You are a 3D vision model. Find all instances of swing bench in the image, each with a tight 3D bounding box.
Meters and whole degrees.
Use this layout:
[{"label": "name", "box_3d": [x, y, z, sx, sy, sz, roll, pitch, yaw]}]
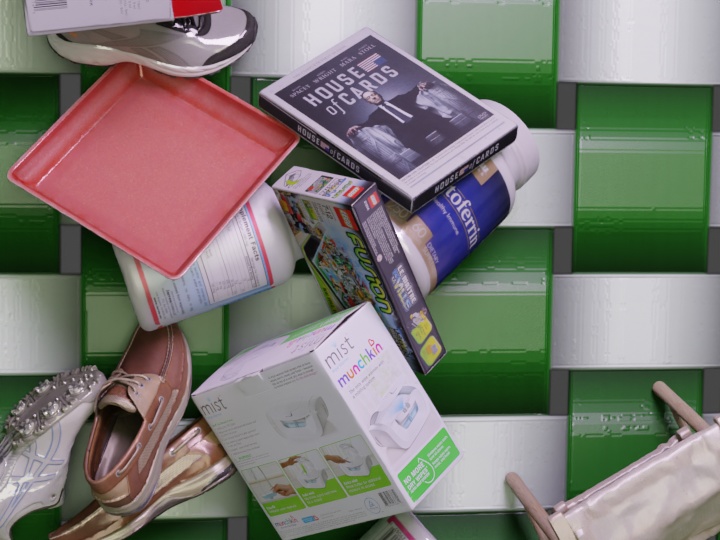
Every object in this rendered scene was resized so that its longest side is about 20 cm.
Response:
[{"label": "swing bench", "box_3d": [0.271, 0.225, 1.651, 0.198, 0.200, 0.130, -29, 99, -5]}]

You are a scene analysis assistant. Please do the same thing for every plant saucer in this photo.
[{"label": "plant saucer", "box_3d": [-0.190, -0.097, 1.566, 0.199, 0.037, 0.200, 30, 59, 16]}]

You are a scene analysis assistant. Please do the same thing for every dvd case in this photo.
[{"label": "dvd case", "box_3d": [0.025, -0.145, 1.576, 0.200, 0.025, 0.150, 36, 53, 26]}]

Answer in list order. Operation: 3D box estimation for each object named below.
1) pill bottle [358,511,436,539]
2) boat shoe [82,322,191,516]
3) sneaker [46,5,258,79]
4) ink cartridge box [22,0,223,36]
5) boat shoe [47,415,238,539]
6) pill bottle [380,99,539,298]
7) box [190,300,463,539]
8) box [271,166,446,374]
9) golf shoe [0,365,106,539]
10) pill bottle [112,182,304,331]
[{"label": "pill bottle", "box_3d": [0.004, 0.337, 1.664, 0.200, 0.113, 0.113, -43, 100, -3]}, {"label": "boat shoe", "box_3d": [-0.212, 0.128, 1.593, 0.075, 0.072, 0.202, -3, 60, 22]}, {"label": "sneaker", "box_3d": [-0.194, -0.233, 1.585, 0.198, 0.080, 0.074, 1, 57, -11]}, {"label": "ink cartridge box", "box_3d": [-0.221, -0.296, 1.518, 0.174, 0.200, 0.084, -7, 123, -9]}, {"label": "boat shoe", "box_3d": [-0.216, 0.207, 1.642, 0.199, 0.076, 0.074, -29, 95, -13]}, {"label": "pill bottle", "box_3d": [0.076, -0.068, 1.610, 0.200, 0.116, 0.116, -44, 101, -27]}, {"label": "box", "box_3d": [-0.036, 0.146, 1.590, 0.097, 0.199, 0.177, -39, 101, -42]}, {"label": "box", "box_3d": [0.000, 0.000, 1.551, 0.035, 0.110, 0.201, -43, 127, -28]}, {"label": "golf shoe", "box_3d": [-0.308, 0.179, 1.632, 0.200, 0.078, 0.097, -41, 117, 3]}, {"label": "pill bottle", "box_3d": [-0.132, -0.024, 1.610, 0.198, 0.109, 0.110, -19, 98, -8]}]
